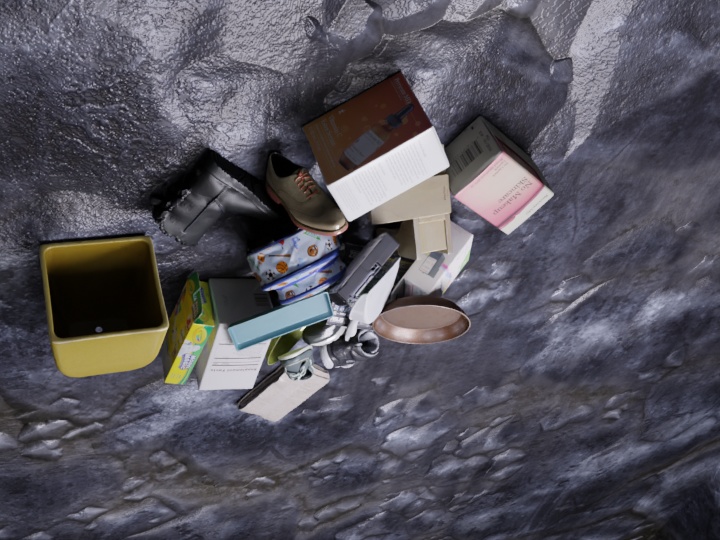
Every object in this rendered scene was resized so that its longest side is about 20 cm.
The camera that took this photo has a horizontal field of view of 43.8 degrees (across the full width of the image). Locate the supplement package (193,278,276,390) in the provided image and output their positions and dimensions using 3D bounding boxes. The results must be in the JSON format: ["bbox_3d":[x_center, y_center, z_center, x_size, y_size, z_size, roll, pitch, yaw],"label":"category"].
[{"bbox_3d":[-0.256,0.128,1.777,0.118,0.122,0.202,1,136,-25],"label":"supplement package"}]

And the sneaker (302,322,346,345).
[{"bbox_3d":[-0.048,0.073,1.864,0.199,0.074,0.085,-39,133,-13],"label":"sneaker"}]

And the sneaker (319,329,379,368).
[{"bbox_3d":[-0.005,0.165,1.929,0.112,0.077,0.199,-16,175,20],"label":"sneaker"}]

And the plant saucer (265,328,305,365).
[{"bbox_3d":[-0.133,0.104,1.819,0.201,0.031,0.200,-50,170,-11],"label":"plant saucer"}]

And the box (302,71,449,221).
[{"bbox_3d":[0.025,-0.210,1.515,0.198,0.154,0.107,-29,142,4],"label":"box"}]

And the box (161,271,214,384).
[{"bbox_3d":[-0.331,0.110,1.721,0.048,0.118,0.201,9,132,-26],"label":"box"}]

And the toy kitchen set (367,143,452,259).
[{"bbox_3d":[0.058,-0.127,1.694,0.160,0.180,0.204,-9,100,-22],"label":"toy kitchen set"}]

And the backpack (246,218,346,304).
[{"bbox_3d":[-0.116,-0.025,1.611,0.198,0.156,0.190,-31,177,8],"label":"backpack"}]

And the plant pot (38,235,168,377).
[{"bbox_3d":[-0.456,0.083,1.579,0.191,0.198,0.201,-6,148,-22],"label":"plant pot"}]

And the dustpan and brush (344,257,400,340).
[{"bbox_3d":[0.008,0.071,1.724,0.140,0.057,0.202,-46,155,-47],"label":"dustpan and brush"}]

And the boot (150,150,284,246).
[{"bbox_3d":[-0.250,-0.103,1.557,0.162,0.074,0.197,-42,131,17],"label":"boot"}]

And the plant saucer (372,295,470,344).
[{"bbox_3d":[0.121,0.096,1.791,0.196,0.035,0.201,1,154,1],"label":"plant saucer"}]

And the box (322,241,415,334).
[{"bbox_3d":[0.016,0.037,1.813,0.198,0.049,0.164,10,102,-40],"label":"box"}]

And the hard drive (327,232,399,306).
[{"bbox_3d":[0.000,0.000,1.639,0.140,0.038,0.200,-51,-175,-7],"label":"hard drive"}]

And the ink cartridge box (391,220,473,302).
[{"bbox_3d":[0.143,0.010,1.804,0.201,0.067,0.118,-51,163,-19],"label":"ink cartridge box"}]

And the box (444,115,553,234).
[{"bbox_3d":[0.255,-0.178,1.708,0.128,0.110,0.199,-42,138,20],"label":"box"}]

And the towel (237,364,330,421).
[{"bbox_3d":[-0.174,0.279,2.066,0.199,0.035,0.132,-40,138,19],"label":"towel"}]

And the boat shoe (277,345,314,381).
[{"bbox_3d":[-0.125,0.196,1.851,0.072,0.063,0.200,-18,173,-1],"label":"boat shoe"}]

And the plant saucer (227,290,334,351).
[{"bbox_3d":[-0.149,0.092,1.681,0.197,0.019,0.071,-21,136,-6],"label":"plant saucer"}]

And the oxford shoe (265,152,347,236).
[{"bbox_3d":[-0.098,-0.129,1.513,0.070,0.199,0.076,-35,145,-29],"label":"oxford shoe"}]
